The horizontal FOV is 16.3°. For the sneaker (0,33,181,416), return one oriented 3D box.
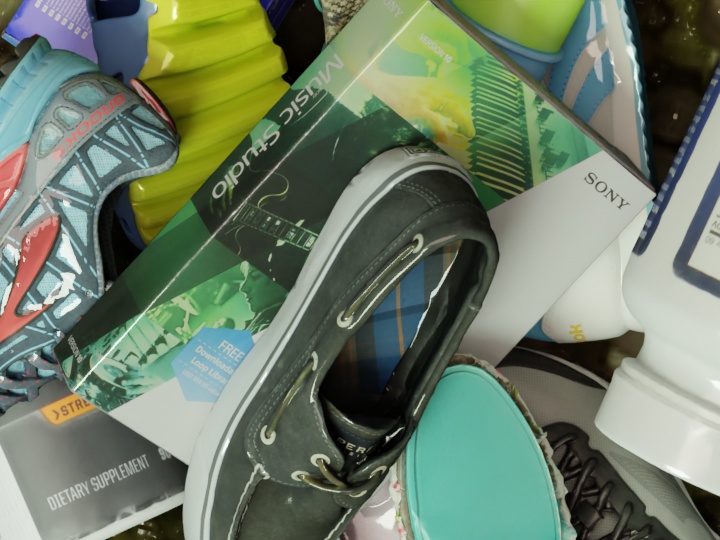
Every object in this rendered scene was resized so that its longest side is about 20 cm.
[{"bbox_3d":[-0.129,0.017,0.967,0.095,0.079,0.201,23,100,-3],"label":"sneaker"}]

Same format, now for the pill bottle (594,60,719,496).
[{"bbox_3d":[0.168,-0.014,0.961,0.111,0.111,0.201,25,96,8],"label":"pill bottle"}]

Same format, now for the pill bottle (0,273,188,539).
[{"bbox_3d":[-0.151,0.023,1.062,0.106,0.106,0.201,-25,88,9],"label":"pill bottle"}]

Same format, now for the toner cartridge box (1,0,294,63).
[{"bbox_3d":[-0.059,-0.158,1.072,0.095,0.043,0.200,34,97,7],"label":"toner cartridge box"}]

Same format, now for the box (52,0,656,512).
[{"bbox_3d":[0.000,0.000,0.962,0.200,0.036,0.144,-48,127,9],"label":"box"}]

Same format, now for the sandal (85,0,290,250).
[{"bbox_3d":[-0.081,-0.104,1.025,0.079,0.087,0.201,-11,108,-34],"label":"sandal"}]

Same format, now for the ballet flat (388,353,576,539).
[{"bbox_3d":[0.059,0.128,0.992,0.075,0.064,0.201,-22,94,-8],"label":"ballet flat"}]

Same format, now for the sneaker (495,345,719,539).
[{"bbox_3d":[0.108,0.107,1.035,0.074,0.079,0.200,-44,83,7],"label":"sneaker"}]

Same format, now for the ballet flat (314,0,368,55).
[{"bbox_3d":[0.010,-0.101,1.030,0.075,0.068,0.201,6,114,14],"label":"ballet flat"}]

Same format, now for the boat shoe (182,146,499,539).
[{"bbox_3d":[-0.009,0.050,0.932,0.068,0.057,0.201,12,114,-30],"label":"boat shoe"}]

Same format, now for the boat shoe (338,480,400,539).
[{"bbox_3d":[0.029,0.133,1.055,0.074,0.065,0.203,-30,87,9],"label":"boat shoe"}]

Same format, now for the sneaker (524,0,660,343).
[{"bbox_3d":[0.079,-0.070,1.036,0.080,0.076,0.201,-6,89,11],"label":"sneaker"}]

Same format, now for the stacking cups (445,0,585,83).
[{"bbox_3d":[0.052,-0.078,0.991,0.060,0.061,0.201,26,110,8],"label":"stacking cups"}]
